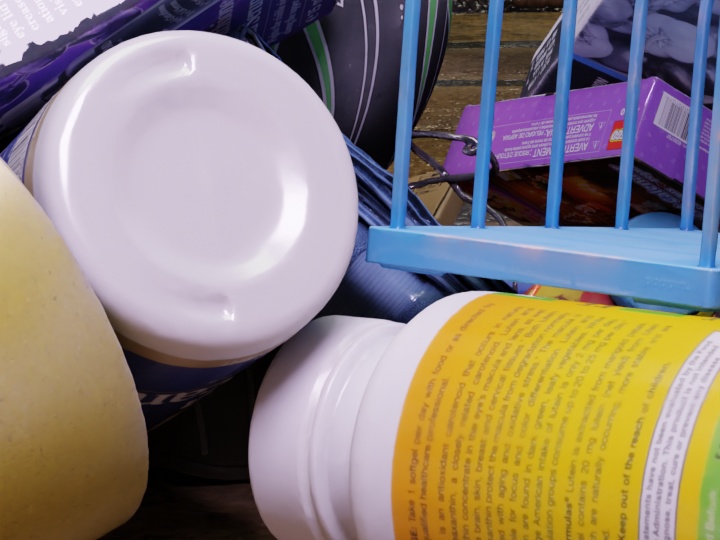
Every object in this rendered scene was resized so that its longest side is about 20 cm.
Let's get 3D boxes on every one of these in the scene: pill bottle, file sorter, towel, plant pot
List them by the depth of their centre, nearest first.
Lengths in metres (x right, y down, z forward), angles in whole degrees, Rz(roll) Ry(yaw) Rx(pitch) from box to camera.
[{"bbox_3d":[0.067,0.065,0.923,0.200,0.111,0.111,7,13,35],"label":"pill bottle"},{"bbox_3d":[-0.188,0.043,0.937,0.142,0.200,0.200,-37,29,-28],"label":"plant pot"},{"bbox_3d":[0.122,-0.054,1.006,0.139,0.123,0.200,9,5,38],"label":"file sorter"},{"bbox_3d":[-0.087,0.000,1.006,0.111,0.111,0.200,-6,-13,-26],"label":"pill bottle"},{"bbox_3d":[0.000,0.000,1.076,0.049,0.200,0.112,-49,0,-23],"label":"towel"}]

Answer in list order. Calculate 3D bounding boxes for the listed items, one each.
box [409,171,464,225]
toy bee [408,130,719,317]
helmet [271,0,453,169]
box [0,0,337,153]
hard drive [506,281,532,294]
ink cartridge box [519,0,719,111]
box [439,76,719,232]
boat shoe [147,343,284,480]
[{"bbox_3d":[-0.031,-0.013,1.518,0.163,0.021,0.200,-13,10,9],"label":"box"},{"bbox_3d":[0.102,0.031,1.208,0.200,0.109,0.131,15,-18,13],"label":"toy bee"},{"bbox_3d":[-0.050,-0.122,1.223,0.200,0.200,0.191,-1,-32,-4],"label":"helmet"},{"bbox_3d":[-0.110,-0.113,1.045,0.200,0.104,0.148,-31,-9,-11],"label":"box"},{"bbox_3d":[0.122,0.010,1.462,0.200,0.025,0.132,7,12,35],"label":"hard drive"},{"bbox_3d":[0.187,-0.083,1.200,0.200,0.043,0.198,19,-25,-6],"label":"ink cartridge box"},{"bbox_3d":[0.152,-0.018,1.257,0.200,0.039,0.137,28,-17,-28],"label":"box"},{"bbox_3d":[-0.092,0.045,1.151,0.200,0.072,0.068,-3,12,-15],"label":"boat shoe"}]
